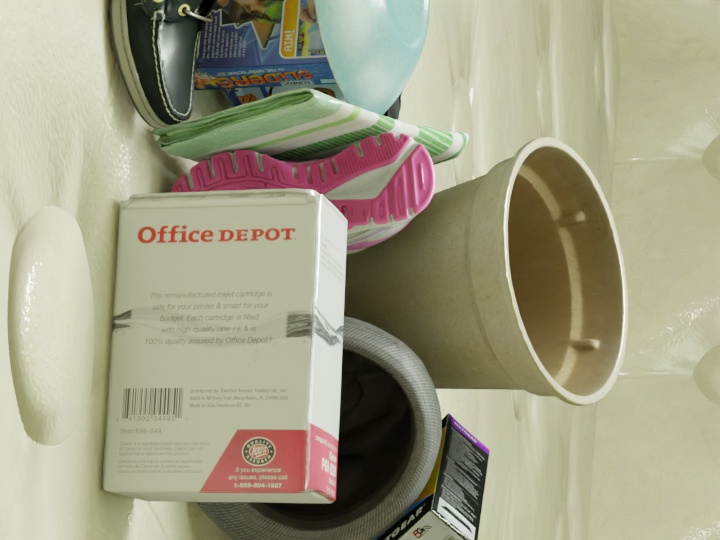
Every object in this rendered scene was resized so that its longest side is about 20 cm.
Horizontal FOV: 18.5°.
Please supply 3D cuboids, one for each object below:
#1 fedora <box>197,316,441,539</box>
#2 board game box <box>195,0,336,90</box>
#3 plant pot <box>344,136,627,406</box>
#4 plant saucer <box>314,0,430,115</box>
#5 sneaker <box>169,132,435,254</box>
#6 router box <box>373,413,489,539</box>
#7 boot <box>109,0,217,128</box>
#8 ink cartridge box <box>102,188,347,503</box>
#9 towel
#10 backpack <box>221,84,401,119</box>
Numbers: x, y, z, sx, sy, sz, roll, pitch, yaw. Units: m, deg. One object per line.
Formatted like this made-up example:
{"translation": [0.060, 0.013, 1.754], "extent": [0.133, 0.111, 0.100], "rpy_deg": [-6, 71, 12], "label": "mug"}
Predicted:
{"translation": [-0.030, 0.110, 1.637], "extent": [0.200, 0.177, 0.090], "rpy_deg": [-52, -174, 21], "label": "fedora"}
{"translation": [-0.071, -0.229, 1.611], "extent": [0.034, 0.135, 0.201], "rpy_deg": [58, 34, -64], "label": "board game box"}
{"translation": [0.080, 0.014, 1.690], "extent": [0.200, 0.183, 0.202], "rpy_deg": [24, 61, -53], "label": "plant pot"}
{"translation": [0.016, -0.210, 1.591], "extent": [0.201, 0.038, 0.202], "rpy_deg": [-3, 90, -70], "label": "plant saucer"}
{"translation": [-0.041, -0.042, 1.586], "extent": [0.088, 0.199, 0.082], "rpy_deg": [59, 26, -74], "label": "sneaker"}
{"translation": [0.012, 0.220, 1.697], "extent": [0.051, 0.200, 0.149], "rpy_deg": [40, 23, -11], "label": "router box"}
{"translation": [-0.087, -0.202, 1.487], "extent": [0.073, 0.153, 0.205], "rpy_deg": [0, 88, -71], "label": "boot"}
{"translation": [-0.089, 0.052, 1.483], "extent": [0.085, 0.145, 0.201], "rpy_deg": [37, 53, -71], "label": "ink cartridge box"}
{"translation": [-0.032, -0.093, 1.599], "extent": [0.200, 0.152, 0.024], "rpy_deg": [13, 69, -52], "label": "towel"}
{"translation": [-0.034, -0.184, 1.732], "extent": [0.191, 0.153, 0.201], "rpy_deg": [57, 37, -50], "label": "backpack"}
